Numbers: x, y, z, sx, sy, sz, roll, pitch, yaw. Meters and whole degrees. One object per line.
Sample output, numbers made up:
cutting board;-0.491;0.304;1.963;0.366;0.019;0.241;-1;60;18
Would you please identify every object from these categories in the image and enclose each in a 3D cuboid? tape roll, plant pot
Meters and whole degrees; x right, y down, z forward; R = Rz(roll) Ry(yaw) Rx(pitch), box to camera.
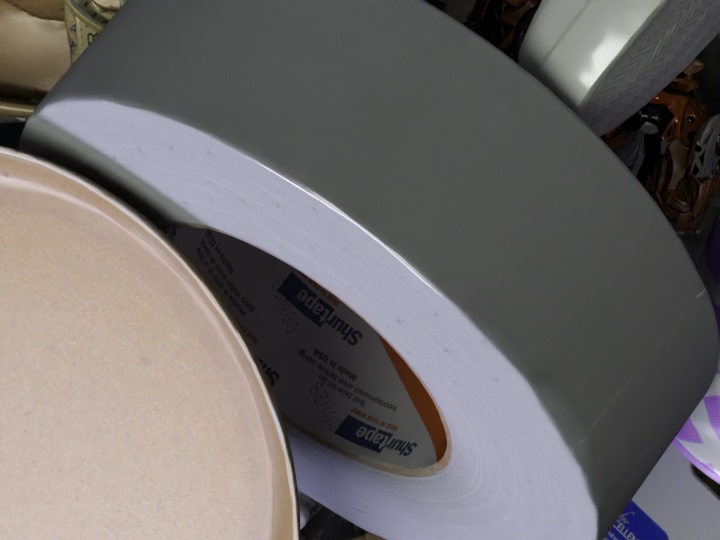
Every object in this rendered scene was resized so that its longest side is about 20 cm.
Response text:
tape roll;0.000;0.000;0.823;0.200;0.066;0.200;32;157;15
plant pot;-0.102;0.055;0.837;0.199;0.027;0.201;8;111;22

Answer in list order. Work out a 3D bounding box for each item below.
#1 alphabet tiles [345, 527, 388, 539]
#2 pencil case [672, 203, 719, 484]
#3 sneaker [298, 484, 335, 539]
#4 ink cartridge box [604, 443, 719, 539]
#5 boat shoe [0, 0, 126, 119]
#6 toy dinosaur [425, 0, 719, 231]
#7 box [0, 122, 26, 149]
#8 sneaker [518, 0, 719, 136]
alphabet tiles;0.033;0.157;0.909;0.168;0.200;0.008;66;162;-6
pencil case;0.149;-0.023;0.825;0.086;0.084;0.201;-120;39;-51
sneaker;-0.051;0.075;0.924;0.087;0.075;0.201;14;77;10
ink cartridge box;0.058;0.131;0.895;0.099;0.200;0.039;44;167;-13
boat shoe;-0.099;-0.076;0.937;0.199;0.063;0.074;2;108;28
toy dinosaur;0.051;-0.107;0.854;0.135;0.102;0.201;-11;69;14
box;-0.189;0.024;0.971;0.199;0.148;0.107;-2;108;27
sneaker;0.079;-0.140;0.791;0.115;0.074;0.200;35;83;13
